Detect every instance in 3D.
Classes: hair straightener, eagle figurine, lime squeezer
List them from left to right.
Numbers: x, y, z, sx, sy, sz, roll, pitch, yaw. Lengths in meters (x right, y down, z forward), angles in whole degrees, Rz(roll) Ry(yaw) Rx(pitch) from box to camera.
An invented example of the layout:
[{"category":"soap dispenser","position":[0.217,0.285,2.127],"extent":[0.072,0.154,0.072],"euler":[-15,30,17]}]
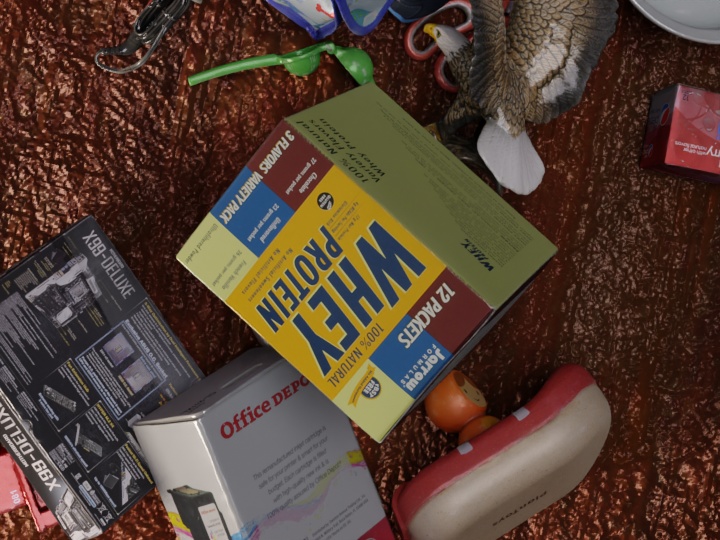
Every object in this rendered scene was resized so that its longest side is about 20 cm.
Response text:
[{"category":"hair straightener","position":[-0.141,-0.224,1.499],"extent":[0.041,0.077,0.200],"euler":[39,111,-18]},{"category":"lime squeezer","position":[-0.036,-0.155,1.576],"extent":[0.199,0.038,0.071],"euler":[17,118,-12]},{"category":"eagle figurine","position":[0.108,-0.172,1.516],"extent":[0.150,0.152,0.201],"euler":[27,113,1]}]

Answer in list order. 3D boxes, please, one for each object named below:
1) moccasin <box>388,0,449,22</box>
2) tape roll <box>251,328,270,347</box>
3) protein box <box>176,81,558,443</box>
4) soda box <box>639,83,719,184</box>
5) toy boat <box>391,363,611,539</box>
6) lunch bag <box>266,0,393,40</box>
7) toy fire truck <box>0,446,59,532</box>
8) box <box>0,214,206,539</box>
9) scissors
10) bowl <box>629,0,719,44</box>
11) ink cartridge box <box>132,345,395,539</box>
[{"category":"moccasin","position":[0.098,-0.280,1.575],"extent":[0.080,0.068,0.200],"euler":[36,79,-5]},{"category":"tape roll","position":[0.000,0.000,1.578],"extent":[0.202,0.037,0.204],"euler":[0,91,-12]},{"category":"protein box","position":[0.010,-0.012,1.421],"extent":[0.198,0.200,0.135],"euler":[42,111,5]},{"category":"soda box","position":[0.340,-0.101,1.633],"extent":[0.199,0.063,0.070],"euler":[11,88,-11]},{"category":"toy boat","position":[0.100,0.135,1.571],"extent":[0.199,0.131,0.131],"euler":[-31,67,-10]},{"category":"lunch bag","position":[-0.003,-0.277,1.492],"extent":[0.127,0.200,0.170],"euler":[36,83,-9]},{"category":"toy fire truck","position":[-0.300,0.171,1.511],"extent":[0.140,0.049,0.201],"euler":[-21,94,-9]},{"category":"box","position":[-0.213,0.081,1.493],"extent":[0.158,0.050,0.200],"euler":[-41,100,-39]},{"category":"scissors","position":[0.127,-0.222,1.613],"extent":[0.200,0.014,0.073],"euler":[-36,95,-7]},{"category":"bowl","position":[0.280,-0.282,1.605],"extent":[0.200,0.090,0.202],"euler":[0,91,-11]},{"category":"ink cartridge box","position":[-0.068,0.172,1.499],"extent":[0.146,0.083,0.201],"euler":[-32,106,-44]}]
